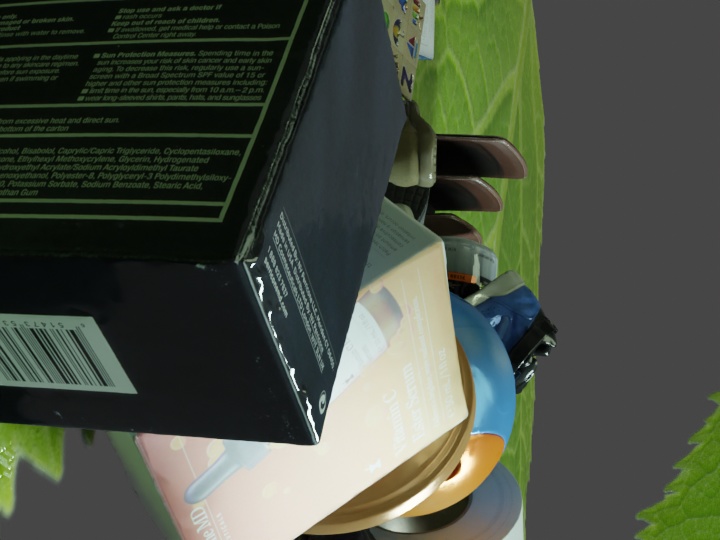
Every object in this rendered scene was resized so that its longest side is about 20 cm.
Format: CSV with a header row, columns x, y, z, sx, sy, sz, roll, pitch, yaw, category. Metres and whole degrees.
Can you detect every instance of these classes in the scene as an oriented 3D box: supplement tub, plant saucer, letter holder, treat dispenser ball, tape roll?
x,y,z,sx,sy,sz,roll,pitch,yaw,category
0.091,0.070,1.302,0.123,0.121,0.202,46,48,-68,supplement tub
-0.020,0.082,0.775,0.038,0.198,0.201,82,18,-50,plant saucer
0.126,-0.093,1.364,0.200,0.141,0.102,27,66,-72,letter holder
0.034,0.109,0.966,0.201,0.199,0.203,2,90,-74,treat dispenser ball
0.055,0.272,1.064,0.203,0.201,0.140,-58,147,-60,tape roll

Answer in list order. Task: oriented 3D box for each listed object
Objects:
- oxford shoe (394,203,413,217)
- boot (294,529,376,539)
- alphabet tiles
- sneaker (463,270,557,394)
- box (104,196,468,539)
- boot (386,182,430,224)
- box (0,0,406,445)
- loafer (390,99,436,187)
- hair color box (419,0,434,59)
x,y,z,sx,sy,sz,roll,pitch,yaw,category
0.000,0.000,1.044,0.200,0.057,0.076,116,-36,-61,oxford shoe
-0.057,0.211,0.847,0.069,0.200,0.175,36,22,-44,boot
0.011,-0.233,1.005,0.200,0.006,0.168,26,70,-61,alphabet tiles
0.125,0.091,1.196,0.199,0.111,0.077,-30,164,-29,sneaker
-0.050,0.061,0.663,0.199,0.106,0.153,-32,135,-20,box
0.033,-0.013,1.218,0.132,0.069,0.201,78,25,-64,boot
-0.098,-0.042,0.494,0.124,0.198,0.199,73,26,-48,box
0.027,-0.129,1.114,0.200,0.067,0.077,-126,-142,-74,loafer
0.025,-0.270,1.136,0.200,0.060,0.101,-18,109,-73,hair color box
